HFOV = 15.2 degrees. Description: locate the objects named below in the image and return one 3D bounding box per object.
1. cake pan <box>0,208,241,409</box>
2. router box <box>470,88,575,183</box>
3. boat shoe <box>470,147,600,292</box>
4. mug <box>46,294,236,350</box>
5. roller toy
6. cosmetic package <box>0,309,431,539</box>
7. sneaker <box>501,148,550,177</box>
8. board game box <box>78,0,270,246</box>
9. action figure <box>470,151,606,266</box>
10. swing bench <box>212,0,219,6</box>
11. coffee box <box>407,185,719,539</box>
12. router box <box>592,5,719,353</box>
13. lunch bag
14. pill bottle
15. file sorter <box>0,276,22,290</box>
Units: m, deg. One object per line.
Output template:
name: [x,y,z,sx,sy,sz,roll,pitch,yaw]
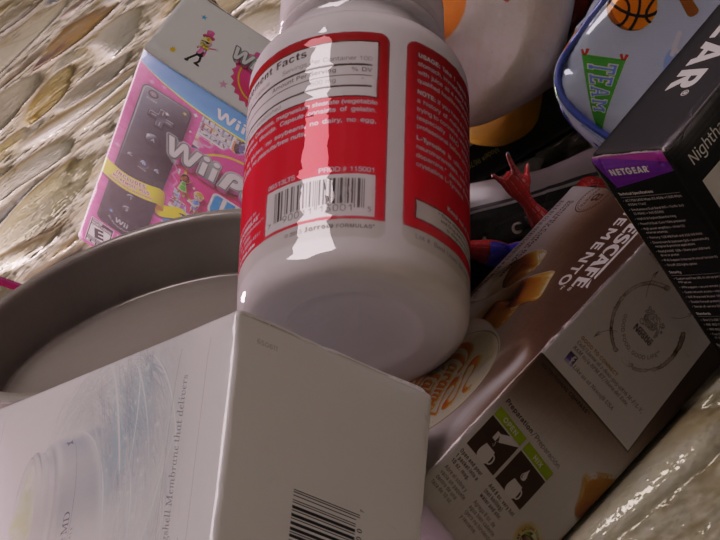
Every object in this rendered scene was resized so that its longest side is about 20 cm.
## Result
cake pan: [-0.112,0.029,1.400,0.199,0.037,0.200,-17,22,7]
router box: [0.094,-0.148,1.585,0.199,0.150,0.051,-30,-4,-19]
boat shoe: [0.118,-0.025,1.483,0.199,0.068,0.057,-13,65,40]
mug: [-0.072,0.067,1.492,0.153,0.150,0.187,-18,33,27]
roller toy: [0.060,-0.177,1.451,0.182,0.200,0.140,-36,-2,39]
cosmetic package: [-0.084,0.150,1.227,0.200,0.123,0.200,-23,52,45]
sneaker: [0.101,-0.122,1.657,0.200,0.100,0.078,-43,20,-14]
board game box: [-0.080,-0.056,1.645,0.064,0.147,0.200,-54,-5,-39]
action figure: [0.054,0.015,1.402,0.200,0.099,0.065,-50,23,-11]
swing bench: [0.034,-0.147,1.739,0.199,0.200,0.130,-40,49,-3]
coffee box: [0.088,0.055,1.314,0.200,0.080,0.114,-45,22,-16]
router box: [0.210,-0.060,1.223,0.051,0.149,0.200,-2,40,53]
lunch bag: [0.200,-0.112,1.360,0.200,0.160,0.076,-54,-9,-1]
pill bottle: [-0.002,-0.053,1.326,0.112,0.112,0.201,-25,47,33]
file sorter: [-0.246,0.108,1.600,0.139,0.125,0.201,-112,43,-70]
